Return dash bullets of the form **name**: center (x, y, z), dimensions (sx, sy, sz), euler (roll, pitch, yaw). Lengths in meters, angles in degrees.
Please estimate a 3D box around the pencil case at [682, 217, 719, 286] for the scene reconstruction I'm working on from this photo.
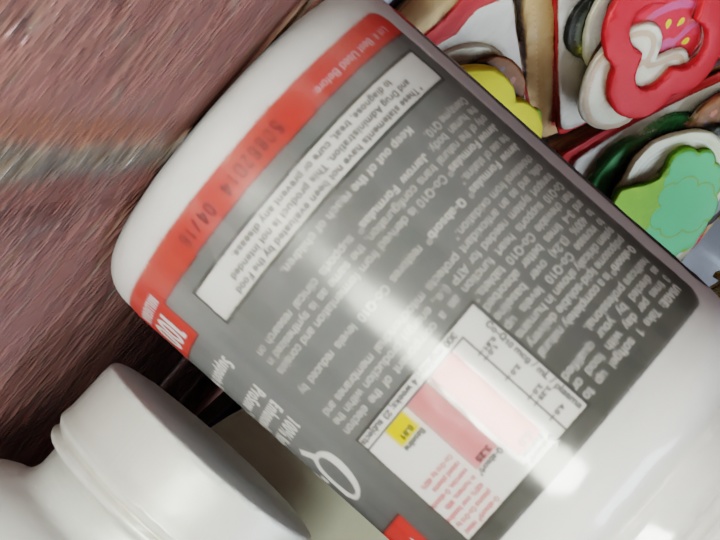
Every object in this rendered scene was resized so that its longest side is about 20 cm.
- **pencil case**: center (0.112, -0.024, 1.102), dimensions (0.091, 0.199, 0.084), euler (-24, -138, 49)

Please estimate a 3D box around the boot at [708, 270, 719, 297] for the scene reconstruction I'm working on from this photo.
- **boot**: center (0.098, 0.043, 0.984), dimensions (0.155, 0.073, 0.200), euler (-28, -168, 28)

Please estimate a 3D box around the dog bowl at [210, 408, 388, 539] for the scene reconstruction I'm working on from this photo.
- **dog bowl**: center (-0.028, 0.141, 0.851), dimensions (0.200, 0.079, 0.201), euler (-35, -146, 28)

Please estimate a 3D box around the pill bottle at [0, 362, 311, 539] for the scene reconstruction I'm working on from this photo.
- **pill bottle**: center (-0.110, 0.129, 0.785), dimensions (0.200, 0.111, 0.111), euler (-49, 176, 2)

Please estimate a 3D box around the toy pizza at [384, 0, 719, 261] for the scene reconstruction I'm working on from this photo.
- **toy pizza**: center (0.063, -0.037, 0.860), dimensions (0.199, 0.032, 0.201), euler (-20, 133, -23)

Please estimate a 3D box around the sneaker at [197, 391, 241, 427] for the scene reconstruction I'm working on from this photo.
- **sneaker**: center (-0.027, 0.104, 1.243), dimensions (0.200, 0.080, 0.147), euler (-46, -146, 41)

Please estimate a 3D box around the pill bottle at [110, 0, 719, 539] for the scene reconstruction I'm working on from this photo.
- **pill bottle**: center (0.036, 0.025, 0.741), dimensions (0.116, 0.200, 0.116), euler (-48, 175, -5)
